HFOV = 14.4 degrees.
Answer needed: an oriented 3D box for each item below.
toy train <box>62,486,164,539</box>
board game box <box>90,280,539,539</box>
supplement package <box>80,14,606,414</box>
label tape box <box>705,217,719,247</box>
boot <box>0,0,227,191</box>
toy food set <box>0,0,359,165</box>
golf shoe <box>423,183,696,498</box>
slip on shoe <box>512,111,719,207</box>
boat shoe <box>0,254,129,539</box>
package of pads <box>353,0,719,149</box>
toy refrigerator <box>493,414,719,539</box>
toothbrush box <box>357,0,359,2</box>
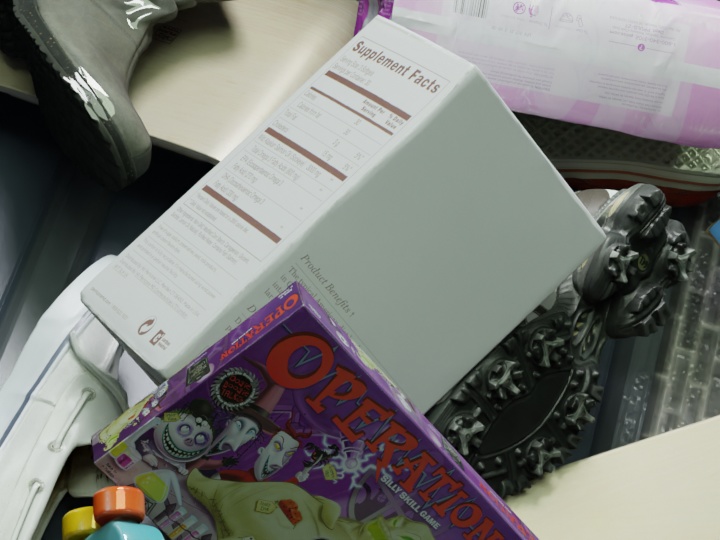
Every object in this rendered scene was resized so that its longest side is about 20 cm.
[{"bbox_3d":[-0.107,0.195,1.227,0.056,0.200,0.150,11,23,-30],"label":"toy train"},{"bbox_3d":[-0.011,0.109,1.269,0.120,0.200,0.032,-39,26,8],"label":"board game box"},{"bbox_3d":[-0.009,-0.002,1.324,0.200,0.117,0.117,-43,28,-7],"label":"supplement package"},{"bbox_3d":[0.299,0.009,1.464,0.144,0.063,0.200,-43,63,10],"label":"label tape box"},{"bbox_3d":[-0.114,-0.131,1.454,0.131,0.068,0.200,-22,45,-14],"label":"boot"},{"bbox_3d":[-0.102,-0.103,1.518,0.200,0.060,0.144,19,49,21],"label":"toy food set"},{"bbox_3d":[0.075,0.035,1.375,0.094,0.078,0.200,11,47,44],"label":"golf shoe"},{"bbox_3d":[0.111,-0.072,1.540,0.200,0.061,0.074,10,63,-7],"label":"slip on shoe"},{"bbox_3d":[-0.134,0.083,1.355,0.086,0.075,0.202,25,53,9],"label":"boat shoe"},{"bbox_3d":[0.100,-0.116,1.452,0.200,0.076,0.121,10,7,-9],"label":"package of pads"},{"bbox_3d":[0.155,0.127,1.387,0.200,0.070,0.076,-17,61,-21],"label":"toy refrigerator"},{"bbox_3d":[-0.019,-0.241,1.558,0.085,0.200,0.146,-27,61,-30],"label":"toothbrush box"}]
